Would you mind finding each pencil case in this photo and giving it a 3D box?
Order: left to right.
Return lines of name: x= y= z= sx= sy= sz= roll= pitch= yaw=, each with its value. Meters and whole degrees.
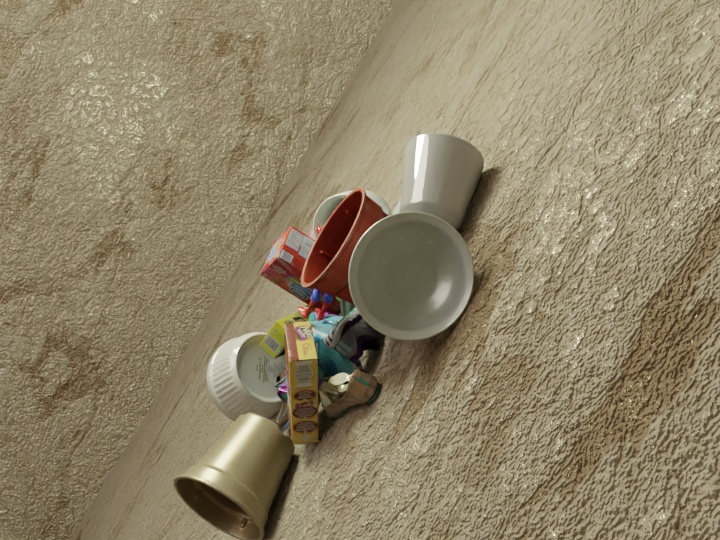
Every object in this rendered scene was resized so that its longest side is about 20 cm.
pencil case: x=-0.103 y=0.182 z=1.740 sx=0.084 sy=0.093 sz=0.201 roll=7 pitch=61 yaw=28

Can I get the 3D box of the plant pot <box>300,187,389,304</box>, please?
plant pot: x=0.028 y=-0.010 z=1.483 sx=0.201 sy=0.194 sz=0.201 roll=-52 pitch=17 yaw=23

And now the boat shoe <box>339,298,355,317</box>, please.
boat shoe: x=0.000 y=-0.001 z=1.657 sx=0.074 sy=0.064 sz=0.204 roll=172 pitch=107 yaw=-79

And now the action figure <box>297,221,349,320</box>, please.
action figure: x=-0.068 y=-0.011 z=1.628 sx=0.201 sy=0.065 sz=0.099 roll=-60 pitch=43 yaw=28

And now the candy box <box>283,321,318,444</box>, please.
candy box: x=-0.111 y=0.212 z=1.566 sx=0.117 sy=0.056 sz=0.201 roll=-107 pitch=14 yaw=-57

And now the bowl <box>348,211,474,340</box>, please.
bowl: x=0.081 y=0.010 z=1.347 sx=0.202 sy=0.200 sz=0.090 roll=-59 pitch=-4 yaw=-1

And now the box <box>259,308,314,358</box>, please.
box: x=-0.142 y=0.135 z=1.860 sx=0.075 sy=0.050 sz=0.200 roll=-54 pitch=-13 yaw=21

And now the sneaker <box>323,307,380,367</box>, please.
sneaker: x=0.015 y=0.108 z=1.580 sx=0.200 sy=0.087 sz=0.075 roll=-42 pitch=-10 yaw=-44

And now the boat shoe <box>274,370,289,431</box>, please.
boat shoe: x=-0.146 y=0.244 z=1.792 sx=0.072 sy=0.072 sz=0.201 roll=-36 pitch=28 yaw=56

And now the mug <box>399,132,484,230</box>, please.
mug: x=0.144 y=-0.134 z=1.523 sx=0.148 sy=0.187 sz=0.154 roll=3 pitch=64 yaw=25

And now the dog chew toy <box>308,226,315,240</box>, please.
dog chew toy: x=-0.071 y=-0.071 z=2.067 sx=0.125 sy=0.124 sz=0.200 roll=-60 pitch=7 yaw=-2

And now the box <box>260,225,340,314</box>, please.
box: x=-0.111 y=0.005 z=1.885 sx=0.095 sy=0.199 sz=0.100 roll=-38 pitch=26 yaw=48

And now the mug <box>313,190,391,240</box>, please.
mug: x=-0.006 y=-0.077 z=1.827 sx=0.175 sy=0.146 sz=0.202 roll=-29 pitch=-55 yaw=-67

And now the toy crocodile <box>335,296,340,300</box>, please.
toy crocodile: x=-0.023 y=0.003 z=1.719 sx=0.062 sy=0.067 sz=0.202 roll=-18 pitch=-75 yaw=-69

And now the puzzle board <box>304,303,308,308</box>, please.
puzzle board: x=-0.103 y=0.073 z=2.078 sx=0.152 sy=0.017 sz=0.200 roll=-63 pitch=16 yaw=-12

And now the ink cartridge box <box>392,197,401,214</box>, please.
ink cartridge box: x=0.083 y=-0.094 z=1.672 sx=0.200 sy=0.043 sz=0.197 roll=117 pitch=175 yaw=-57

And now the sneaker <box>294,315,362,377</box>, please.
sneaker: x=-0.036 y=0.144 z=1.638 sx=0.199 sy=0.130 sz=0.080 roll=30 pitch=121 yaw=41

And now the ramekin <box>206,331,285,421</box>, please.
ramekin: x=-0.230 y=0.231 z=1.851 sx=0.105 sy=0.199 sz=0.201 roll=-35 pitch=28 yaw=46

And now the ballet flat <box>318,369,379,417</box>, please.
ballet flat: x=-0.035 y=0.216 z=1.510 sx=0.200 sy=0.067 sz=0.068 roll=-37 pitch=27 yaw=55

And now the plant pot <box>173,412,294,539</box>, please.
plant pot: x=-0.225 y=0.386 z=1.612 sx=0.200 sy=0.200 sz=0.184 roll=-37 pitch=15 yaw=54
